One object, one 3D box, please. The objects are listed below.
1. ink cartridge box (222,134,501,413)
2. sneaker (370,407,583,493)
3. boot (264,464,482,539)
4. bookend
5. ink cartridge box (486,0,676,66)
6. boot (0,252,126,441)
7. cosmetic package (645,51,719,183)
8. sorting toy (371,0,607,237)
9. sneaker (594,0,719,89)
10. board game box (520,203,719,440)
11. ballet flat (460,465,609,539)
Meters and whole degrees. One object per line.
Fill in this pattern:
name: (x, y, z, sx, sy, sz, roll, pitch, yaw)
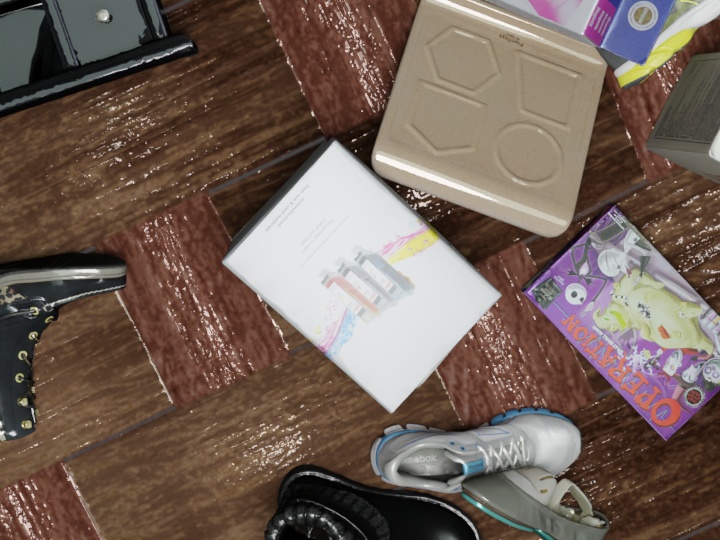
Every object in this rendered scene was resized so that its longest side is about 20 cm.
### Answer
ink cartridge box: (0.000, 0.000, 1.249, 0.200, 0.145, 0.145, 43, 93, -7)
sneaker: (0.112, 0.177, 1.306, 0.200, 0.087, 0.075, -8, 95, -3)
boot: (0.015, 0.249, 1.272, 0.211, 0.158, 0.080, 15, 96, -4)
bookend: (-0.268, -0.255, 1.233, 0.200, 0.092, 0.199, -18, 97, -2)
ink cartridge box: (0.201, -0.310, 1.245, 0.200, 0.043, 0.197, 26, 94, 16)
boot: (-0.300, 0.070, 1.282, 0.203, 0.073, 0.154, -9, 100, 3)
cosmetic package: (0.331, -0.129, 1.224, 0.087, 0.200, 0.103, 26, 96, -6)
sorting toy: (0.118, -0.142, 1.266, 0.185, 0.036, 0.200, 20, 66, -5)
sneaker: (0.290, -0.257, 1.270, 0.200, 0.074, 0.085, -44, 92, 0)
board game box: (0.262, 0.049, 1.328, 0.120, 0.032, 0.200, -44, 97, 7)
ballet flat: (0.163, 0.212, 1.289, 0.200, 0.067, 0.064, 35, 88, -43)
